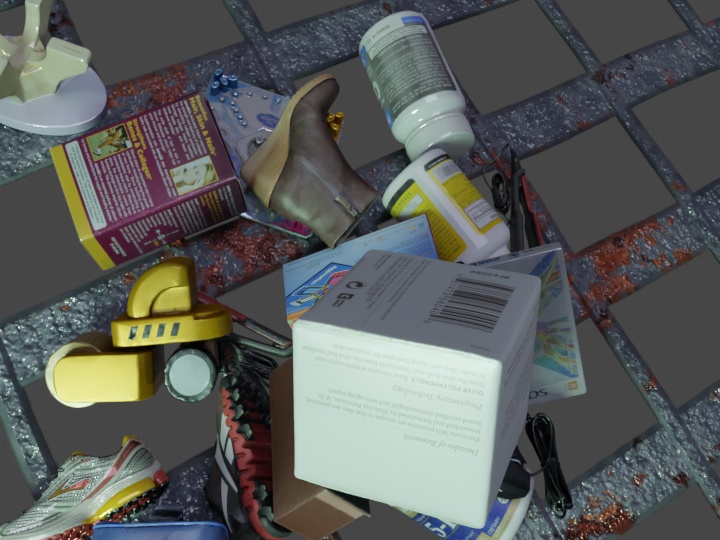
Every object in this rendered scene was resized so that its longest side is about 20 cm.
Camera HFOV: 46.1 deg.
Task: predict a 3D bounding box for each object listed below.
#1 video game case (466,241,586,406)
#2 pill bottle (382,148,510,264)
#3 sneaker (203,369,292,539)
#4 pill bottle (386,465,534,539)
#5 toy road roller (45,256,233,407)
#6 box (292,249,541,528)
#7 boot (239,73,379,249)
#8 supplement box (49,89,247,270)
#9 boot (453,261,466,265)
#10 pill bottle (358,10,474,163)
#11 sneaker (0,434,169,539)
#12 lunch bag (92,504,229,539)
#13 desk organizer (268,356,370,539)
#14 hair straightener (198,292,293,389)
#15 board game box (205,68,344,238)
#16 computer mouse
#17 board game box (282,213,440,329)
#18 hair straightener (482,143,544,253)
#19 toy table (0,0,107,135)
[{"bbox_3d":[0.167,0.080,1.013,0.179,0.203,0.022,-14,23,6],"label":"video game case"},{"bbox_3d":[0.128,-0.052,1.119,0.111,0.112,0.201,-33,78,-25],"label":"pill bottle"},{"bbox_3d":[-0.137,0.213,0.944,0.070,0.097,0.203,23,40,-49],"label":"sneaker"},{"bbox_3d":[0.088,0.233,0.977,0.198,0.120,0.121,31,62,1],"label":"pill bottle"},{"bbox_3d":[-0.239,0.064,0.930,0.196,0.123,0.149,-4,94,-5],"label":"toy road roller"},{"bbox_3d":[0.059,0.102,0.827,0.196,0.175,0.199,9,24,19],"label":"box"},{"bbox_3d":[-0.042,-0.144,1.105,0.165,0.073,0.201,34,74,9],"label":"boot"},{"bbox_3d":[-0.254,-0.109,1.030,0.197,0.103,0.133,-22,72,-8],"label":"supplement box"},{"bbox_3d":[0.070,0.098,0.978,0.189,0.198,0.069,51,32,-27],"label":"boot"},{"bbox_3d":[0.081,-0.250,1.194,0.112,0.114,0.203,-15,70,-20],"label":"pill bottle"},{"bbox_3d":[-0.308,0.245,0.901,0.198,0.078,0.083,-23,69,-32],"label":"sneaker"},{"bbox_3d":[-0.195,0.305,0.827,0.133,0.201,0.135,1,63,-8],"label":"lunch bag"},{"bbox_3d":[-0.050,0.184,0.931,0.071,0.077,0.202,38,28,-35],"label":"desk organizer"},{"bbox_3d":[-0.143,0.095,1.025,0.197,0.041,0.078,26,88,-8],"label":"hair straightener"},{"bbox_3d":[-0.134,-0.164,1.149,0.196,0.026,0.203,18,63,-7],"label":"board game box"},{"bbox_3d":[0.147,0.186,0.931,0.197,0.046,0.142,16,42,-17],"label":"computer mouse"},{"bbox_3d":[0.000,0.000,1.045,0.197,0.020,0.104,-19,42,7],"label":"board game box"},{"bbox_3d":[0.211,-0.092,1.198,0.075,0.041,0.204,3,66,-14],"label":"hair straightener"},{"bbox_3d":[-0.422,-0.265,1.070,0.196,0.117,0.187,8,64,-10],"label":"toy table"}]
